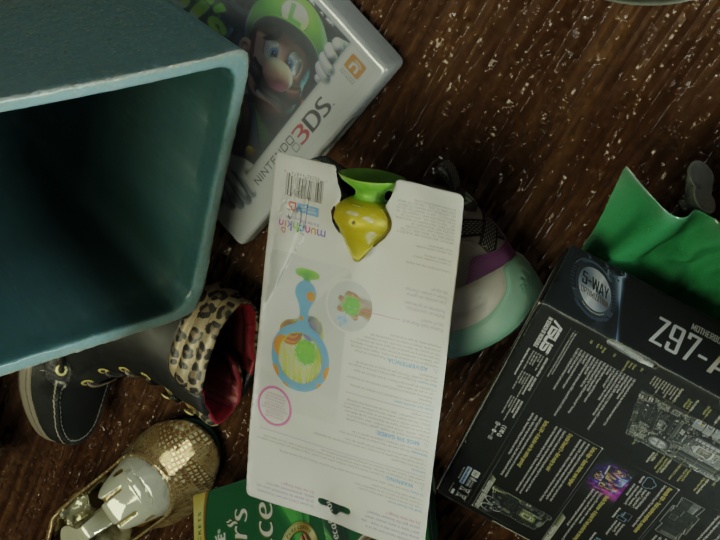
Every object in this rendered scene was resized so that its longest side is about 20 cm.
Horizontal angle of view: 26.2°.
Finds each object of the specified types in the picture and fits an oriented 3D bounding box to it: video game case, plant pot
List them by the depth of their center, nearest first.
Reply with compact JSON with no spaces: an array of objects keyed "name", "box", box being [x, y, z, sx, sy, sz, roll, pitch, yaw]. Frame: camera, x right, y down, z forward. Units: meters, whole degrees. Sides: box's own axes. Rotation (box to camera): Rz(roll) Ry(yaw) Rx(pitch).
[{"name":"plant pot","box":[-0.213,-0.082,0.908,0.200,0.195,0.197,44,136,32]},{"name":"video game case","box":[-0.091,-0.139,0.922,0.200,0.023,0.182,48,133,5]}]

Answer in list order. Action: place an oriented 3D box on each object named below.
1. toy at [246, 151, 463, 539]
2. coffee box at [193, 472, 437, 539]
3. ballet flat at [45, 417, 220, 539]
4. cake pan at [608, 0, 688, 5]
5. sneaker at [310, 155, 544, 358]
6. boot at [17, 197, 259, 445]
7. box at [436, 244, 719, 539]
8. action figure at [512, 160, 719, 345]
[{"name":"toy","box":[0.002,0.041,0.845,0.115,0.047,0.201,15,112,27]},{"name":"coffee box","box":[-0.033,0.188,1.008,0.199,0.044,0.124,-21,64,42]},{"name":"ballet flat","box":[-0.171,0.172,1.133,0.071,0.065,0.200,50,133,3]},{"name":"cake pan","box":[0.117,-0.214,0.711,0.199,0.037,0.201,19,125,29]},{"name":"sneaker","box":[0.000,0.000,0.904,0.199,0.078,0.140,-30,93,34]},{"name":"boot","box":[-0.151,0.061,1.051,0.150,0.073,0.201,28,120,22]},{"name":"box","box":[0.141,0.093,0.813,0.160,0.044,0.200,27,143,6]},{"name":"action figure","box":[0.138,0.023,0.811,0.118,0.055,0.200,33,139,-5]}]
